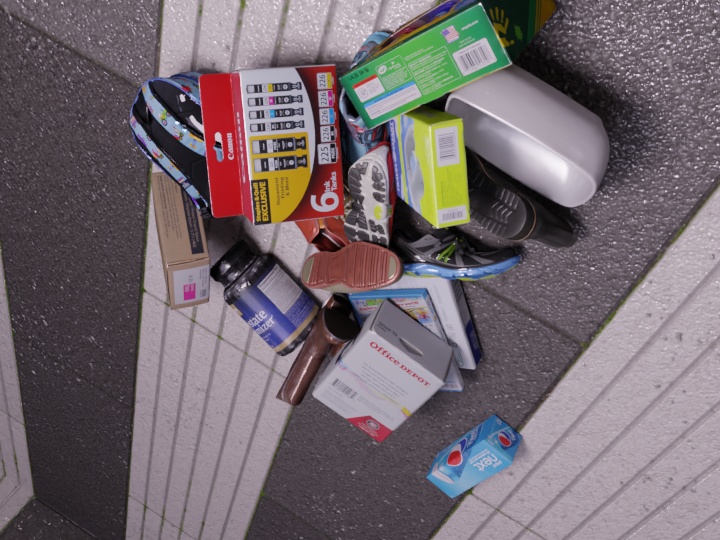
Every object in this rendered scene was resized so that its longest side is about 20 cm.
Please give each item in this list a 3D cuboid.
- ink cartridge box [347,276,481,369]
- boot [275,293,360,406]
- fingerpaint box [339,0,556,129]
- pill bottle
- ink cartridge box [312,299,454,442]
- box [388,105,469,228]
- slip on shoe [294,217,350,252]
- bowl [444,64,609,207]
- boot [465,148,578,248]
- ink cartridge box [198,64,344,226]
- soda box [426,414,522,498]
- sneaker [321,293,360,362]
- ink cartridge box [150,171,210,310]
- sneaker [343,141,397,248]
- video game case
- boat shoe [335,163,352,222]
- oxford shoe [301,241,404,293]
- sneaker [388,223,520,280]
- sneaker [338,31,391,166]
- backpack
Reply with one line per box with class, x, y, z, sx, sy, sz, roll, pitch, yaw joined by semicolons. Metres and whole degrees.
ink cartridge box;0.083;0.069;1.240;0.198;0.041;0.201;2;127;33
boot;-0.078;0.151;1.228;0.064;0.187;0.201;31;102;-4
fingerpaint box;0.098;-0.258;0.856;0.198;0.167;0.074;-16;115;42
pill bottle;-0.169;0.045;1.334;0.200;0.112;0.112;46;137;-10
ink cartridge box;0.036;0.164;1.216;0.145;0.083;0.200;36;130;-5
box;0.080;-0.139;0.945;0.047;0.200;0.124;-11;110;-10
slip on shoe;-0.070;-0.075;1.204;0.199;0.061;0.074;40;139;-1
bowl;0.200;-0.163;0.890;0.199;0.075;0.200;34;180;6
boot;0.186;-0.092;1.016;0.078;0.137;0.200;-56;47;22
ink cartridge box;-0.119;-0.169;1.022;0.084;0.173;0.203;-145;48;-68
soda box;0.203;0.341;1.378;0.068;0.064;0.200;38;137;-2
sneaker;-0.018;0.133;1.345;0.070;0.080;0.203;-10;100;19
ink cartridge box;-0.300;-0.048;1.270;0.200;0.074;0.167;118;139;-64
sneaker;0.029;-0.098;1.087;0.076;0.085;0.201;28;144;15
video game case;0.077;0.116;1.242;0.142;0.018;0.202;-3;125;36
boat shoe;-0.045;-0.129;1.137;0.073;0.063;0.202;-14;119;40
oxford shoe;0.000;0.000;1.131;0.073;0.072;0.199;17;169;-42
sneaker;0.130;-0.029;1.094;0.197;0.071;0.084;5;86;21
sneaker;-0.005;-0.215;1.014;0.079;0.096;0.201;25;136;13
backpack;-0.240;-0.209;1.146;0.200;0.135;0.183;41;137;-5
